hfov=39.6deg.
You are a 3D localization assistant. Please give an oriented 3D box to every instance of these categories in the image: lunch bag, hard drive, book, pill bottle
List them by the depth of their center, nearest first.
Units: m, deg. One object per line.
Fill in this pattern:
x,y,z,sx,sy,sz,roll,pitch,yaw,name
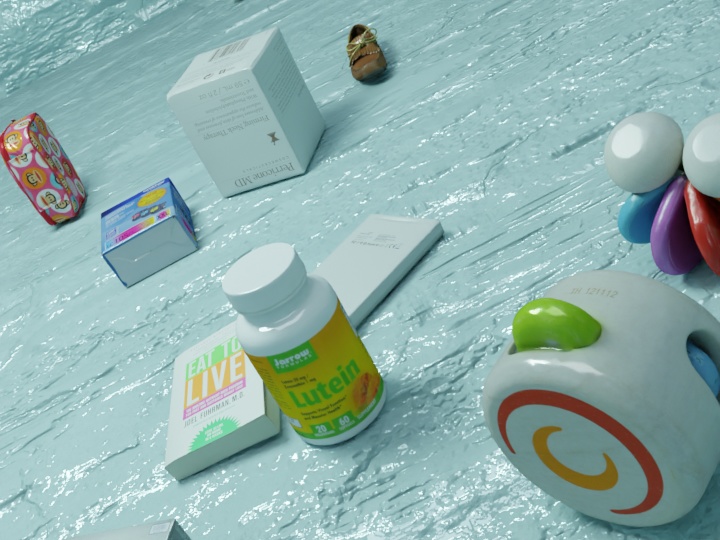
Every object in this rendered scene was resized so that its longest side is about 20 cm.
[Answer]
-0.060,0.074,1.033,0.111,0.200,0.111,-21,30,13,pill bottle
-0.162,0.145,1.175,0.133,0.048,0.200,-27,31,9,book
0.000,0.000,1.276,0.132,0.026,0.200,8,46,47,hard drive
-0.608,-0.203,1.929,0.082,0.200,0.176,-23,27,5,lunch bag

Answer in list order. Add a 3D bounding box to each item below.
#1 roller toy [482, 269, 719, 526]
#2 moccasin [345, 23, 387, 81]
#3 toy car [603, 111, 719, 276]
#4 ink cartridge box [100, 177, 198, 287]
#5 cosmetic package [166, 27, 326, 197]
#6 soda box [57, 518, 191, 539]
0.203,0.098,0.797,0.182,0.200,0.140,30,56,16,roller toy
0.008,-0.411,1.861,0.073,0.078,0.202,-20,30,13,moccasin
0.340,-0.066,0.994,0.200,0.175,0.151,9,82,47,toy car
-0.350,-0.071,1.636,0.136,0.077,0.200,-28,28,-1,ink cartridge box
-0.184,-0.264,1.668,0.167,0.200,0.167,-15,31,23,cosmetic package
-0.254,0.301,0.975,0.199,0.068,0.064,-16,33,22,soda box
